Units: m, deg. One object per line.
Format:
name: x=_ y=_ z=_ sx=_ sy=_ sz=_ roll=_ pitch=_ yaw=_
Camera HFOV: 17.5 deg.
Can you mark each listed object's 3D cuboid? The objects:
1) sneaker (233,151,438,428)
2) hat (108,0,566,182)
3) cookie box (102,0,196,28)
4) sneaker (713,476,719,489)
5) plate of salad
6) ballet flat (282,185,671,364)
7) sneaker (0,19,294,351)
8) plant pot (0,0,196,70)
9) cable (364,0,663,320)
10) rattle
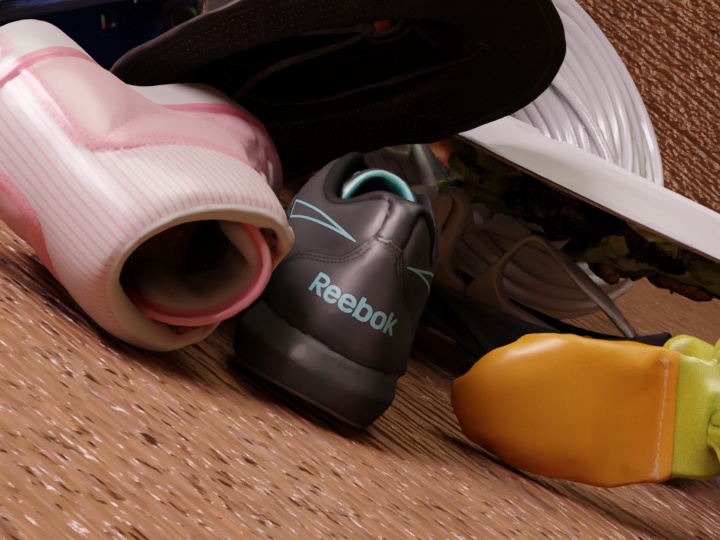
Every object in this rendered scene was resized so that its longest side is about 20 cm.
sneaker: x=0.000 y=0.000 z=0.859 sx=0.075 sy=0.080 sz=0.200 roll=26 pitch=7 yaw=-8
hat: x=-0.019 y=-0.102 z=0.895 sx=0.200 sy=0.200 sz=0.081 roll=14 pitch=57 yaw=-58
cookie box: x=-0.191 y=-0.173 z=1.302 sx=0.199 sy=0.076 sz=0.171 roll=19 pitch=12 yaw=-42
sneaker: x=0.226 y=0.114 z=0.980 sx=0.200 sy=0.073 sz=0.082 roll=37 pitch=-5 yaw=19
plate of salad: x=0.111 y=-0.020 z=1.031 sx=0.199 sy=0.048 sz=0.200 roll=25 pitch=5 yaw=-3
ballet flat: x=0.046 y=0.006 z=0.998 sx=0.199 sy=0.069 sz=0.068 roll=29 pitch=10 yaw=9
sneaker: x=-0.061 y=-0.014 z=0.792 sx=0.105 sy=0.075 sz=0.200 roll=45 pitch=8 yaw=21
plant pot: x=-0.086 y=-0.174 z=1.051 sx=0.199 sy=0.181 sz=0.199 roll=-2 pitch=-11 yaw=38
cable: x=0.070 y=-0.066 z=1.176 sx=0.200 sy=0.069 sz=0.201 roll=33 pitch=46 yaw=-31
rattle: x=0.141 y=0.026 z=0.921 sx=0.142 sy=0.131 sz=0.200 roll=-2 pitch=37 yaw=27
